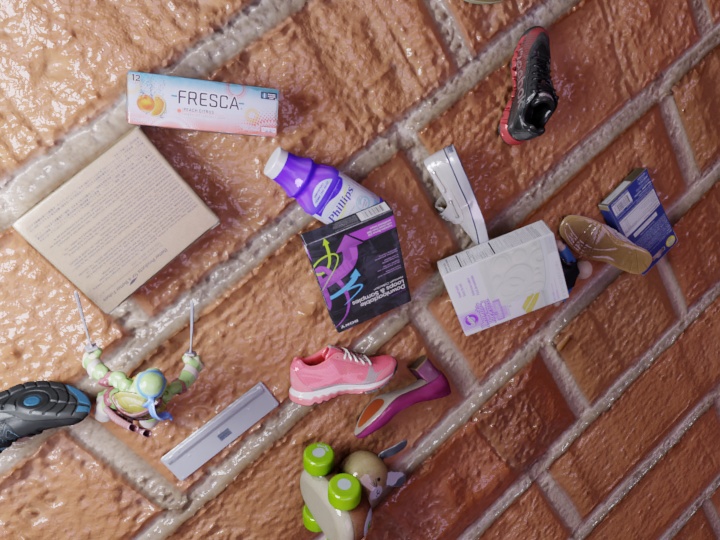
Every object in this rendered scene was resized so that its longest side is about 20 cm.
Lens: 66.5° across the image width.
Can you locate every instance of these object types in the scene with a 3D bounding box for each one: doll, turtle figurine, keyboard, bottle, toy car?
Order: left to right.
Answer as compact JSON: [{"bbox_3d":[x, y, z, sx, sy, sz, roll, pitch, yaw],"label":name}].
[{"bbox_3d":[-0.305,0.138,0.773,0.144,0.194,0.201,-18,71,-41],"label":"turtle figurine"},{"bbox_3d":[-0.230,0.266,0.910,0.200,0.011,0.056,-37,119,-10],"label":"keyboard"},{"bbox_3d":[-0.053,-0.120,0.855,0.200,0.065,0.084,30,96,-26],"label":"bottle"},{"bbox_3d":[0.008,0.382,0.972,0.199,0.158,0.165,-14,121,-32],"label":"toy car"},{"bbox_3d":[0.378,0.006,1.082,0.199,0.048,0.137,-6,107,-21],"label":"doll"}]

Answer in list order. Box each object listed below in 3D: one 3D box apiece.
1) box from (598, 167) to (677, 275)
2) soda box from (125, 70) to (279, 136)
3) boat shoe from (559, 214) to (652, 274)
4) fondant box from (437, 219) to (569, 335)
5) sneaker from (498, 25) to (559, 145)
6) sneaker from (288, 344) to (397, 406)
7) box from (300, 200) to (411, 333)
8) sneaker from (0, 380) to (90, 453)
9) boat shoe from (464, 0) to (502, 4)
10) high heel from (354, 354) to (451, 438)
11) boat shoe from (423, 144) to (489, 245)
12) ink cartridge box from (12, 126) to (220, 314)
[{"bbox_3d":[0.586,-0.099,1.153,0.121,0.032,0.200,-42,114,-8],"label":"box"},{"bbox_3d":[-0.217,-0.227,0.759,0.199,0.064,0.069,0,103,-24],"label":"soda box"},{"bbox_3d":[0.482,-0.057,1.104,0.199,0.069,0.071,27,112,-8],"label":"boat shoe"},{"bbox_3d":[0.255,0.016,0.980,0.199,0.058,0.145,-22,120,8],"label":"fondant box"},{"bbox_3d":[0.300,-0.317,0.940,0.070,0.098,0.202,6,100,-22],"label":"sneaker"},{"bbox_3d":[-0.027,0.165,0.935,0.199,0.074,0.087,-12,106,-20],"label":"sneaker"},{"bbox_3d":[0.000,0.000,0.881,0.142,0.036,0.201,-23,133,-7],"label":"box"},{"bbox_3d":[-0.481,0.206,0.760,0.199,0.073,0.082,1,114,-15],"label":"sneaker"},{"bbox_3d":[0.168,-0.474,0.860,0.199,0.066,0.074,5,101,-24],"label":"boat shoe"},{"bbox_3d":[0.082,0.254,1.004,0.200,0.067,0.096,-41,104,-13],"label":"high heel"},{"bbox_3d":[0.166,-0.119,0.956,0.070,0.071,0.200,-21,124,16],"label":"boat shoe"},{"bbox_3d":[-0.324,-0.070,0.747,0.200,0.075,0.165,-41,116,-9],"label":"ink cartridge box"}]
